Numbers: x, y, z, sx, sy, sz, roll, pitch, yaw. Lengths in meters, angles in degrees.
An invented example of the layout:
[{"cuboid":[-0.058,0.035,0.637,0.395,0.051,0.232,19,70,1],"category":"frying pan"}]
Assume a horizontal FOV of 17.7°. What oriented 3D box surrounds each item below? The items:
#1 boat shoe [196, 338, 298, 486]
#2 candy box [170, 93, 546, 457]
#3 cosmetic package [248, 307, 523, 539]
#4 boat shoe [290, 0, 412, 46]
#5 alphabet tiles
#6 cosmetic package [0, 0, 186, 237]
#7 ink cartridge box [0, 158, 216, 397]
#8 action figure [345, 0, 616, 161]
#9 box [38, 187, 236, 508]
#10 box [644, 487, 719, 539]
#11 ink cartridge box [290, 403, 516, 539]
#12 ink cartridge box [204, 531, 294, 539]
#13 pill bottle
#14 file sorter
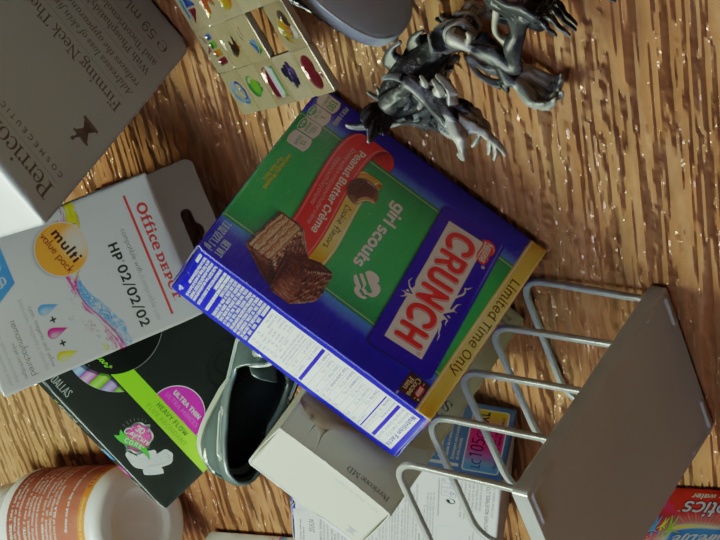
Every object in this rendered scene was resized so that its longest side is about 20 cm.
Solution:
[{"cuboid":[-0.066,0.071,1.755,0.073,0.200,0.062,18,-168,-21],"category":"boat shoe"},{"cuboid":[0.000,0.000,1.608,0.200,0.169,0.077,37,149,-2],"category":"candy box"},{"cuboid":[0.020,0.086,1.664,0.103,0.200,0.073,37,146,-2],"category":"cosmetic package"},{"cuboid":[-0.052,-0.211,1.489,0.199,0.074,0.068,38,153,1],"category":"boat shoe"},{"cuboid":[-0.096,-0.195,1.504,0.200,0.008,0.167,60,160,-11],"category":"alphabet tiles"},{"cuboid":[-0.267,-0.141,1.643,0.166,0.200,0.167,-13,124,46],"category":"cosmetic package"},{"cuboid":[-0.193,0.002,1.709,0.068,0.200,0.115,175,72,-80],"category":"ink cartridge box"},{"cuboid":[0.074,-0.122,1.450,0.102,0.119,0.200,46,140,-5],"category":"action figure"},{"cuboid":[-0.180,0.059,1.825,0.200,0.149,0.124,48,172,-17],"category":"box"},{"cuboid":[0.270,0.228,1.705,0.200,0.100,0.096,0,132,42],"category":"box"},{"cuboid":[0.017,0.159,1.820,0.199,0.076,0.137,8,140,7],"category":"ink cartridge box"},{"cuboid":[-0.054,0.320,2.111,0.200,0.085,0.145,0,132,43],"category":"ink cartridge box"},{"cuboid":[-0.268,0.239,2.179,0.200,0.112,0.112,-7,127,46],"category":"pill bottle"},{"cuboid":[0.134,0.121,1.610,0.124,0.200,0.139,8,137,37],"category":"file sorter"}]
